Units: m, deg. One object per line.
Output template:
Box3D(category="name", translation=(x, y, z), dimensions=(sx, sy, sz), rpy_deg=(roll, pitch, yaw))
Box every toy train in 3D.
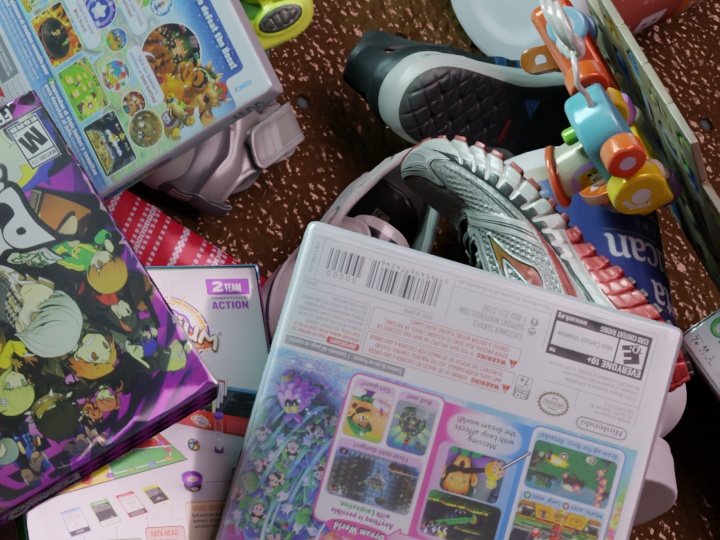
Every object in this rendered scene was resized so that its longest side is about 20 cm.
Box3D(category="toy train", translation=(0.115, -0.090, 1.621), dimensions=(0.150, 0.056, 0.200), rpy_deg=(60, 10, 0))

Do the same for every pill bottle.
Box3D(category="pill bottle", translation=(0.156, -0.200, 1.842), dimensions=(0.200, 0.112, 0.112), rpy_deg=(-26, 80, -40))
Box3D(category="pill bottle", translation=(0.124, 0.041, 1.685), dimensions=(0.111, 0.111, 0.200), rpy_deg=(9, 60, -29))

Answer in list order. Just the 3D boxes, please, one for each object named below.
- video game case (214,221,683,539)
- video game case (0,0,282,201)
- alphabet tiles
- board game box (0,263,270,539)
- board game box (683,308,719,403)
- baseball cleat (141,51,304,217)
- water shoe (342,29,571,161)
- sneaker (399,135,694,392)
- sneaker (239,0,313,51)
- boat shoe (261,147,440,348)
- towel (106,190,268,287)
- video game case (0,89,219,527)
Box3D(category="video game case", translation=(0.044, 0.089, 1.506), dimensions=(0.200, 0.024, 0.182), rpy_deg=(16, 81, -1))
Box3D(category="video game case", translation=(-0.154, -0.104, 1.544), dimensions=(0.143, 0.200, 0.018), rpy_deg=(63, 17, 12))
Box3D(category="alphabet tiles", translation=(0.176, -0.064, 1.689), dimensions=(0.006, 0.167, 0.200), rpy_deg=(-25, 49, -1))
Box3D(category="board game box", translation=(-0.112, 0.097, 1.522), dimensions=(0.153, 0.040, 0.200), rpy_deg=(0, 71, -27))
Box3D(category="board game box", translation=(0.254, 0.111, 1.731), dimensions=(0.035, 0.126, 0.200), rpy_deg=(-36, 86, 3))
Box3D(category="baseball cleat", translation=(-0.074, -0.120, 1.686), dimensions=(0.106, 0.070, 0.200), rpy_deg=(30, 62, -24))
Box3D(category="water shoe", translation=(0.075, -0.102, 1.758), dimensions=(0.200, 0.072, 0.079), rpy_deg=(17, 17, -47))
Box3D(category="sneaker", translation=(0.086, 0.005, 1.603), dimensions=(0.082, 0.078, 0.200), rpy_deg=(-40, 66, -5))
Box3D(category="sneaker", translation=(-0.114, -0.136, 1.587), dimensions=(0.084, 0.200, 0.074), rpy_deg=(-5, 87, -66))
Box3D(category="boat shoe", translation=(0.000, 0.000, 1.636), dimensions=(0.072, 0.066, 0.200), rpy_deg=(40, 39, -3))
Box3D(category="towel", translation=(-0.104, 0.036, 1.599), dimensions=(0.200, 0.022, 0.145), rpy_deg=(33, 50, -13))
Box3D(category="video game case", translation=(-0.199, 0.035, 1.468), dimensions=(0.200, 0.036, 0.181), rpy_deg=(-30, 79, -12))
